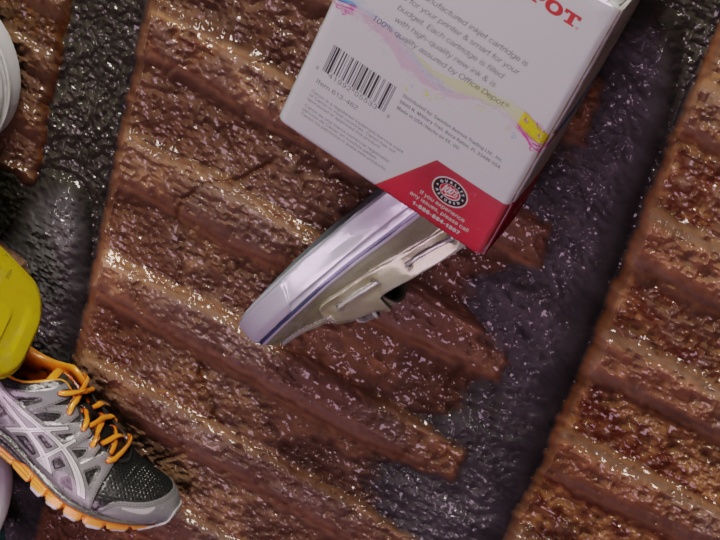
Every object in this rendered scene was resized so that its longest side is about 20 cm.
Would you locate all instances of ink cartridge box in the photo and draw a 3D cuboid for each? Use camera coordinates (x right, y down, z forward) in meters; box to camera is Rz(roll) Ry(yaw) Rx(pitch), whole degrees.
[{"bbox_3d":[0.062,-0.132,1.418,0.145,0.083,0.200,35,133,6],"label":"ink cartridge box"}]

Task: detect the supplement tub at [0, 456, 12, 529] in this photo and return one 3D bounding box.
[{"bbox_3d":[-0.357,0.138,1.829,0.199,0.122,0.123,24,132,33],"label":"supplement tub"}]

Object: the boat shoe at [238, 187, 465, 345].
[{"bbox_3d":[0.000,0.000,1.559,0.062,0.072,0.200,48,130,-4],"label":"boat shoe"}]

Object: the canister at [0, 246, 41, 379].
[{"bbox_3d":[-0.330,0.006,1.715,0.199,0.087,0.149,7,154,35],"label":"canister"}]

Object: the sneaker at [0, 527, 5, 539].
[{"bbox_3d":[-0.344,0.195,1.922,0.199,0.078,0.092,13,144,28],"label":"sneaker"}]

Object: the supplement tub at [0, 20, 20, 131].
[{"bbox_3d":[-0.318,-0.094,1.593,0.140,0.200,0.141,15,124,23],"label":"supplement tub"}]

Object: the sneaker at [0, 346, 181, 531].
[{"bbox_3d":[-0.206,0.108,1.764,0.199,0.078,0.077,34,114,-2],"label":"sneaker"}]
